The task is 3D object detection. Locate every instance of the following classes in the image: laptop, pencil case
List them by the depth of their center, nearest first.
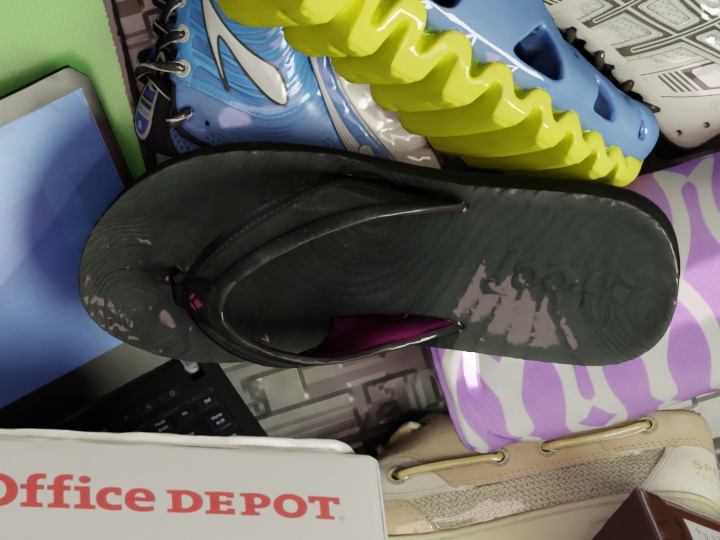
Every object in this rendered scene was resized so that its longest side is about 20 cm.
[{"bbox_3d":[-0.117,0.064,0.748,0.177,0.103,0.200,-28,62,-15],"label":"laptop"},{"bbox_3d":[0.116,0.002,0.770,0.200,0.086,0.084,-14,100,8],"label":"pencil case"}]

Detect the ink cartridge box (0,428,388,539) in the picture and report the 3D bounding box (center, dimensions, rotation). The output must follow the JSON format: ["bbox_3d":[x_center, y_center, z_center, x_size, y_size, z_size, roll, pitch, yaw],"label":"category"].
[{"bbox_3d":[-0.063,0.152,0.656,0.144,0.200,0.084,4,141,-12],"label":"ink cartridge box"}]

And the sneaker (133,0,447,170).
[{"bbox_3d":[-0.046,-0.082,0.763,0.089,0.079,0.200,-29,105,-1],"label":"sneaker"}]

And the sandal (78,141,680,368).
[{"bbox_3d":[0.001,-0.001,0.715,0.200,0.048,0.075,-1,110,13],"label":"sandal"}]

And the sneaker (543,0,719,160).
[{"bbox_3d":[0.100,-0.084,0.778,0.200,0.076,0.088,12,102,-8],"label":"sneaker"}]

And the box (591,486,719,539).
[{"bbox_3d":[0.087,0.179,0.787,0.100,0.075,0.200,23,117,-27],"label":"box"}]

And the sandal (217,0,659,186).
[{"bbox_3d":[0.027,-0.091,0.706,0.200,0.079,0.087,32,75,-36],"label":"sandal"}]

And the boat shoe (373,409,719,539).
[{"bbox_3d":[0.032,0.089,0.821,0.200,0.065,0.072,-8,149,10],"label":"boat shoe"}]

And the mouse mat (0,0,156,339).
[{"bbox_3d":[-0.160,-0.060,0.792,0.161,0.008,0.200,-13,105,-3],"label":"mouse mat"}]
